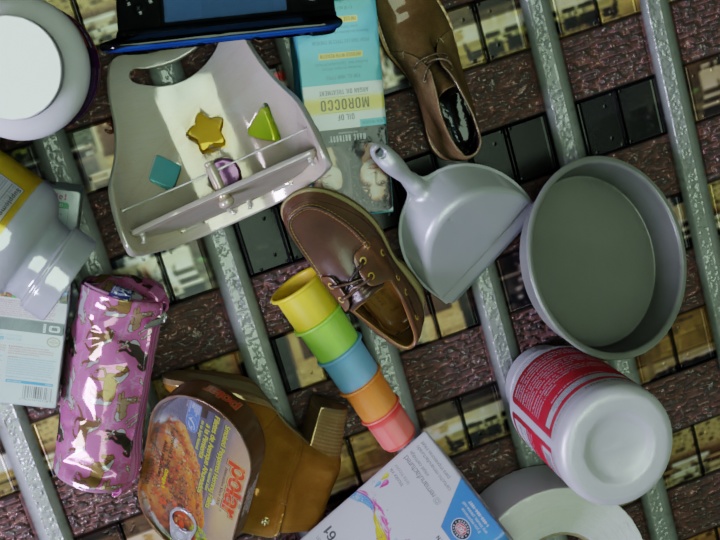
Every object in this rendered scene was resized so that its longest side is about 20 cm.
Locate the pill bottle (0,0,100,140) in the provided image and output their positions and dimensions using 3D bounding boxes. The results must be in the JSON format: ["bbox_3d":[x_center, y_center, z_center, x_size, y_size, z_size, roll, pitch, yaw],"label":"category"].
[{"bbox_3d":[-0.277,-0.168,0.883,0.110,0.200,0.115,-2,100,-10],"label":"pill bottle"}]

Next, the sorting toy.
[{"bbox_3d":[-0.146,-0.134,0.973,0.197,0.107,0.183,-23,88,1],"label":"sorting toy"}]

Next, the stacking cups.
[{"bbox_3d":[-0.015,0.095,1.055,0.060,0.061,0.202,-31,106,-4],"label":"stacking cups"}]

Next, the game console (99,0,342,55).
[{"bbox_3d":[-0.120,-0.249,0.905,0.196,0.119,0.174,-6,75,-3],"label":"game console"}]

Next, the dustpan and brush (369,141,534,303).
[{"bbox_3d":[0.073,-0.063,1.018,0.140,0.057,0.199,-47,143,6],"label":"dustpan and brush"}]

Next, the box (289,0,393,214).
[{"bbox_3d":[-0.019,-0.154,1.013,0.081,0.049,0.204,-7,101,-9],"label":"box"}]

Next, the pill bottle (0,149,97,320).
[{"bbox_3d":[-0.323,-0.049,0.878,0.199,0.112,0.113,37,92,-14],"label":"pill bottle"}]

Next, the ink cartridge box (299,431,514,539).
[{"bbox_3d":[0.040,0.286,1.044,0.199,0.145,0.085,-41,139,-1],"label":"ink cartridge box"}]

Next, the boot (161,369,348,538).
[{"bbox_3d":[-0.114,0.185,1.043,0.198,0.071,0.147,15,97,-15],"label":"boot"}]

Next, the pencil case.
[{"bbox_3d":[-0.236,0.106,1.000,0.082,0.086,0.204,6,100,-34],"label":"pencil case"}]

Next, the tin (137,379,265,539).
[{"bbox_3d":[-0.150,0.190,1.003,0.111,0.042,0.202,30,127,16],"label":"tin"}]

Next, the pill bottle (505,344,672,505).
[{"bbox_3d":[0.211,0.139,1.029,0.110,0.200,0.115,-2,101,-10],"label":"pill bottle"}]

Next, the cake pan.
[{"bbox_3d":[0.240,-0.011,1.061,0.197,0.037,0.205,4,81,-25],"label":"cake pan"}]

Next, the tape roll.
[{"bbox_3d":[0.199,0.315,1.125,0.198,0.071,0.207,-2,100,-11],"label":"tape roll"}]

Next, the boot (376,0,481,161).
[{"bbox_3d":[0.070,-0.200,1.010,0.073,0.075,0.203,-25,102,-4],"label":"boot"}]

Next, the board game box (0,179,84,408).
[{"bbox_3d":[-0.339,0.014,0.974,0.145,0.064,0.204,8,99,-12],"label":"board game box"}]

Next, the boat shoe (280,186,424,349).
[{"bbox_3d":[0.000,0.000,1.001,0.071,0.068,0.200,-31,125,18],"label":"boat shoe"}]
